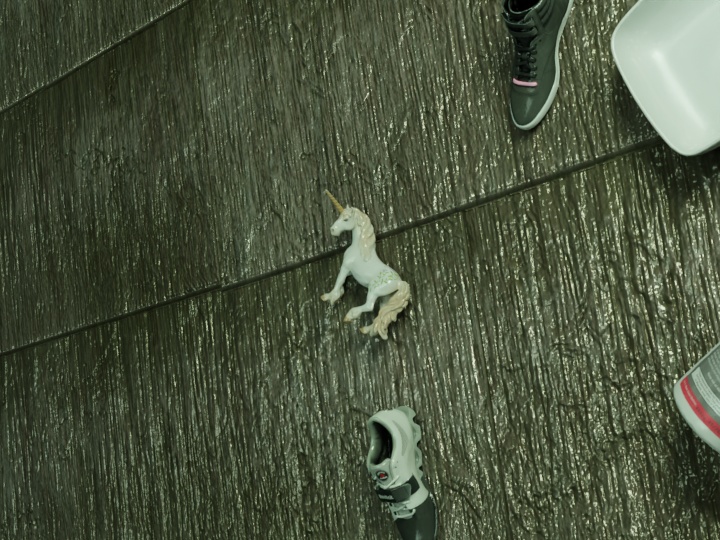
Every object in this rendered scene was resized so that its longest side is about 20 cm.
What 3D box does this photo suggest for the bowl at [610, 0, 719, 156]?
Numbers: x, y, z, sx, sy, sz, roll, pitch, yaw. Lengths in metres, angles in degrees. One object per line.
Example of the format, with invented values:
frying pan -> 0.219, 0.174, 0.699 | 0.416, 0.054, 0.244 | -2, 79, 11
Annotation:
bowl -> 0.401, -0.247, 1.194 | 0.199, 0.074, 0.201 | -40, 63, 32

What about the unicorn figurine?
unicorn figurine -> 0.000, 0.000, 1.537 | 0.199, 0.074, 0.138 | 38, 102, 21

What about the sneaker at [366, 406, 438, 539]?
sneaker -> 0.046, 0.290, 1.459 | 0.074, 0.088, 0.202 | -23, 74, 36

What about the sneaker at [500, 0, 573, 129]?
sneaker -> 0.209, -0.284, 1.348 | 0.070, 0.099, 0.202 | 19, 100, 38

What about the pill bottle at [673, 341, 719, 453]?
pill bottle -> 0.435, 0.098, 1.117 | 0.200, 0.110, 0.111 | -51, 57, 26
